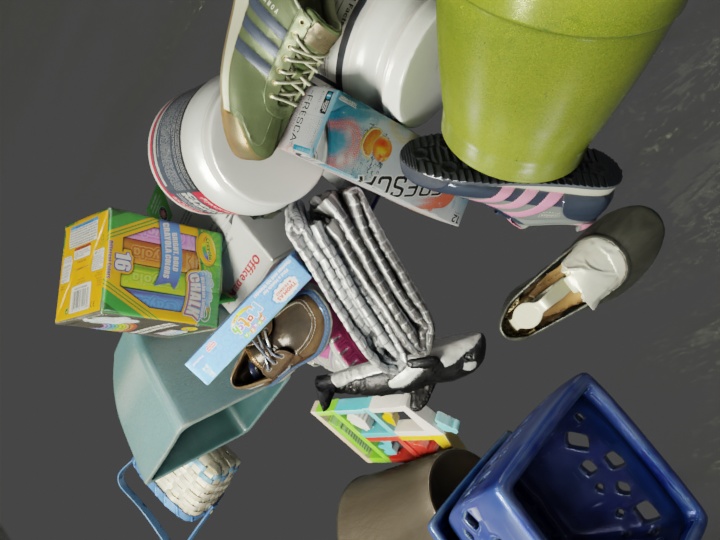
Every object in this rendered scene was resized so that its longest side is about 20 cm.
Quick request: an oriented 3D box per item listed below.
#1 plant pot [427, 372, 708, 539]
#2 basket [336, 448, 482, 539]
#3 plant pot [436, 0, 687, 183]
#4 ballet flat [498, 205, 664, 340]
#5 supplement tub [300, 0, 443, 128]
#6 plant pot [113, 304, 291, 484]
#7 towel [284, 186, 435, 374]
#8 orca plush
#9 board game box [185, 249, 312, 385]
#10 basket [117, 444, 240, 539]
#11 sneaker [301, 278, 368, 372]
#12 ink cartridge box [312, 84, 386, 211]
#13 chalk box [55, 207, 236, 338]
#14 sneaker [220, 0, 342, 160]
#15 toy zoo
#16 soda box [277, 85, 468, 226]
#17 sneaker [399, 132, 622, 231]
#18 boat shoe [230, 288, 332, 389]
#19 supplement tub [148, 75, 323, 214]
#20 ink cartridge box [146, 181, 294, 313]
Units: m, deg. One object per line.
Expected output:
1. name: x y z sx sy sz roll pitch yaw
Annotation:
1. plant pot: 0.200 0.261 0.760 0.200 0.200 0.180 49 141 6
2. basket: 0.076 0.309 0.913 0.200 0.135 0.182 -48 51 44
3. plant pot: 0.141 -0.182 0.585 0.200 0.200 0.194 33 141 22
4. ballet flat: 0.205 0.015 0.706 0.068 0.068 0.200 49 134 8
5. supplement tub: -0.005 -0.236 0.697 0.199 0.140 0.141 34 130 21
6. plant pot: -0.261 0.156 1.096 0.201 0.196 0.196 53 135 17
7. towel: 0.000 0.000 0.797 0.085 0.166 0.201 -32 101 0
8. orca plush: 0.052 0.130 0.830 0.105 0.198 0.072 171 82 -76
9. board game box: -0.113 0.041 0.816 0.037 0.200 0.151 44 93 -5
10. basket: -0.311 0.360 1.258 0.176 0.139 0.200 46 103 11
11. sneaker: -0.038 0.087 0.948 0.200 0.081 0.089 47 136 21
12. ink cartridge box: -0.033 -0.162 0.832 0.200 0.039 0.100 45 134 14
13. chalk box: -0.249 0.012 0.905 0.124 0.199 0.125 -12 73 42
14. sneaker: -0.059 -0.190 0.612 0.089 0.067 0.202 11 97 32
15. toy zoo: 0.045 0.204 0.935 0.199 0.021 0.131 -13 131 43
16. soda box: 0.022 -0.106 0.699 0.068 0.199 0.064 25 95 50
17. sneaker: 0.130 -0.071 0.671 0.198 0.071 0.082 8 140 -1
18. boat shoe: -0.101 0.098 0.901 0.072 0.072 0.200 52 136 15
19. supplement tub: -0.132 -0.129 0.768 0.200 0.140 0.141 8 120 60
20. ink cartridge box: -0.177 -0.061 0.973 0.200 0.084 0.146 49 135 8
